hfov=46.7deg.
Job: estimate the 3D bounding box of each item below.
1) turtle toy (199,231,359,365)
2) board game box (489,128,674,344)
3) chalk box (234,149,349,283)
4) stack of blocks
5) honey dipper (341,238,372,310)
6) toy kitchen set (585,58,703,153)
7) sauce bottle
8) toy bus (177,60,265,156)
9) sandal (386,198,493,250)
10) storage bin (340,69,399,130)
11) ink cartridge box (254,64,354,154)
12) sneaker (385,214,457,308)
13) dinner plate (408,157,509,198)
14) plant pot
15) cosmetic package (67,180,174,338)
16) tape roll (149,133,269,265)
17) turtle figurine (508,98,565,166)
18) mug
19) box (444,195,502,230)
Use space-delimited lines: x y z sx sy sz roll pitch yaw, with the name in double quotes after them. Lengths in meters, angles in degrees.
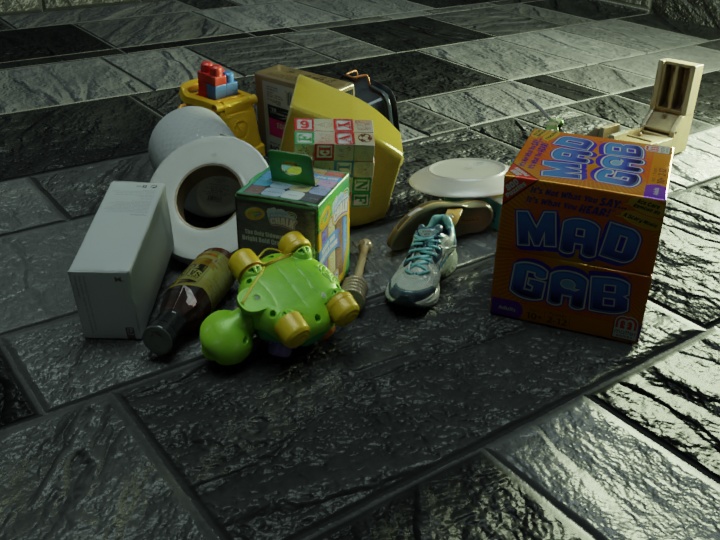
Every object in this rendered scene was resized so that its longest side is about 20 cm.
-0.106 0.048 1.019 0.198 0.102 0.146 -22 59 -33 "turtle toy"
0.301 -0.054 1.131 0.197 0.203 0.200 12 30 18 "board game box"
-0.090 -0.069 1.136 0.123 0.203 0.124 11 29 17 "chalk box"
-0.043 -0.125 1.236 0.113 0.202 0.059 0 46 -5 "stack of blocks"
0.000 0.000 1.191 0.037 0.039 0.201 5 25 6 "honey dipper"
0.553 -0.327 1.675 0.162 0.183 0.199 24 31 38 "toy kitchen set"
-0.218 0.037 1.075 0.065 0.067 0.201 7 27 10 "sauce bottle"
-0.286 -0.302 1.576 0.199 0.195 0.135 23 36 38 "toy bus"
0.133 -0.066 1.292 0.197 0.081 0.054 -10 49 -29 "sandal"
-0.029 -0.321 1.697 0.133 0.147 0.200 -24 36 -23 "storage bin"
-0.105 -0.286 1.581 0.198 0.167 0.075 21 35 34 "ink cartridge box"
0.086 -0.018 1.172 0.076 0.088 0.200 9 29 16 "sneaker"
0.179 -0.162 1.400 0.197 0.025 0.201 -2 22 1 "dinner plate"
-0.037 -0.181 1.377 0.197 0.198 0.195 14 27 -7 "plant pot"
-0.307 -0.017 1.092 0.080 0.114 0.201 3 37 2 "cosmetic package"
-0.221 -0.104 1.238 0.199 0.037 0.206 -3 69 7 "tape roll"
0.369 -0.211 1.493 0.191 0.146 0.201 12 33 11 "turtle figurine"
-0.239 -0.162 1.389 0.198 0.149 0.176 20 19 -38 "mug"
0.234 -0.111 1.394 0.081 0.050 0.199 -17 33 -30 "box"
